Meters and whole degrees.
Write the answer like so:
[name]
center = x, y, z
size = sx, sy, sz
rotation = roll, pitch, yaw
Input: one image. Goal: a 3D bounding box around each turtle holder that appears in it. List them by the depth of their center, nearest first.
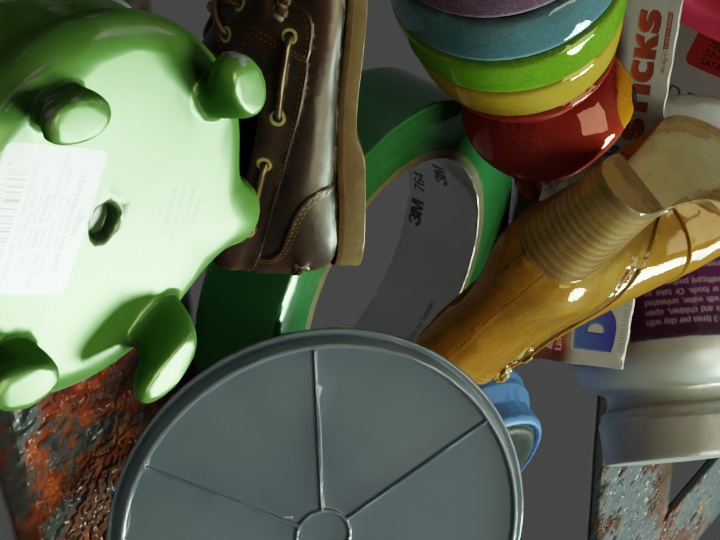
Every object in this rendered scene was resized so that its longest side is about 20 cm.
[turtle holder]
center = -0.109, -0.042, 0.672
size = 0.185, 0.131, 0.141
rotation = -37, 142, -41

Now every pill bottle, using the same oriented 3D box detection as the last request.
[pill bottle]
center = 0.169, 0.008, 1.113
size = 0.112, 0.112, 0.201
rotation = 10, 73, -61

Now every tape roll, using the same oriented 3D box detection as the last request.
[tape roll]
center = 0.000, 0.000, 0.979
size = 0.200, 0.048, 0.201
rotation = -40, 145, -36

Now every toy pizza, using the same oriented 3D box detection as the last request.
[toy pizza]
center = -0.021, 0.118, 0.920
size = 0.199, 0.032, 0.201
rotation = -5, 110, -13

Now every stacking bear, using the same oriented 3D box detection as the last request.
[stacking bear]
center = 0.074, -0.116, 0.873
size = 0.200, 0.113, 0.122
rotation = 70, 18, -54

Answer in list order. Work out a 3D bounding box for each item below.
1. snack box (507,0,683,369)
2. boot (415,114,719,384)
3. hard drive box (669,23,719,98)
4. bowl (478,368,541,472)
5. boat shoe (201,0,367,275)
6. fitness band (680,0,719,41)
[snack box]
center = 0.118, -0.051, 1.033
size = 0.024, 0.072, 0.201
rotation = -99, -164, -78
[boot]
center = 0.116, -0.006, 0.983
size = 0.144, 0.071, 0.201
rotation = -43, 162, 31
[hard drive box]
center = 0.229, -0.043, 1.204
size = 0.200, 0.156, 0.077
rotation = -63, 155, 1
[bowl]
center = 0.012, 0.125, 1.036
size = 0.200, 0.039, 0.201
rotation = -32, 160, -13
[boat shoe]
center = -0.033, -0.091, 0.821
size = 0.070, 0.070, 0.201
rotation = -2, 109, -10
[fitness band]
center = 0.209, -0.200, 1.049
size = 0.037, 0.143, 0.200
rotation = -59, 156, -31
